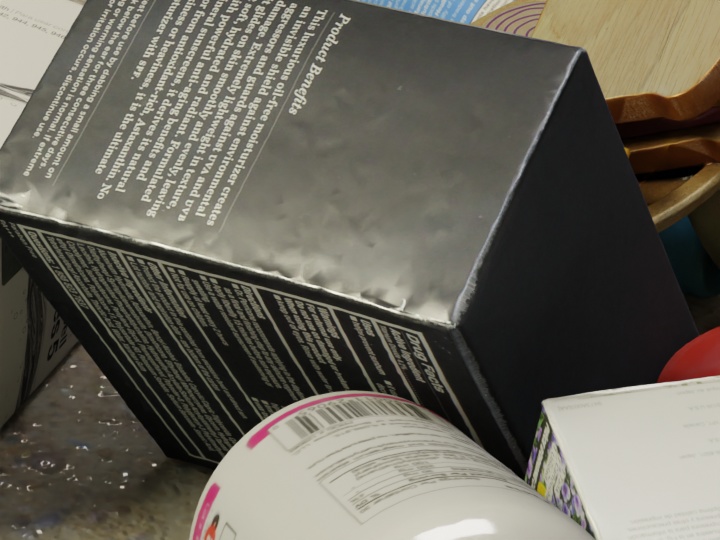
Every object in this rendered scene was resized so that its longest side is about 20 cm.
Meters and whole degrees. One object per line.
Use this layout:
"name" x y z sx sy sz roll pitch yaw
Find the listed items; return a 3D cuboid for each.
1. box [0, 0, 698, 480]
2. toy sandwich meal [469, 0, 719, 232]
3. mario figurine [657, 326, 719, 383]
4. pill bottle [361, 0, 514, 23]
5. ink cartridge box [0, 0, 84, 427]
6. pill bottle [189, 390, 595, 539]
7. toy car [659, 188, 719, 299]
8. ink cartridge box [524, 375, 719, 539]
"box" 0.000 0.000 1.011 0.198 0.200 0.124 16 66 28
"toy sandwich meal" 0.089 -0.080 1.141 0.204 0.070 0.206 -15 39 12
"mario figurine" 0.192 0.094 1.001 0.200 0.124 0.106 33 69 18
"pill bottle" 0.049 -0.139 1.382 0.112 0.113 0.200 -17 43 -38
"ink cartridge box" -0.168 -0.009 1.075 0.084 0.146 0.200 20 33 12
"pill bottle" 0.021 0.114 0.844 0.113 0.114 0.200 1 11 -17
"toy car" 0.234 -0.075 1.221 0.184 0.177 0.201 20 75 29
"ink cartridge box" 0.132 0.123 0.863 0.108 0.051 0.201 -6 49 -14
